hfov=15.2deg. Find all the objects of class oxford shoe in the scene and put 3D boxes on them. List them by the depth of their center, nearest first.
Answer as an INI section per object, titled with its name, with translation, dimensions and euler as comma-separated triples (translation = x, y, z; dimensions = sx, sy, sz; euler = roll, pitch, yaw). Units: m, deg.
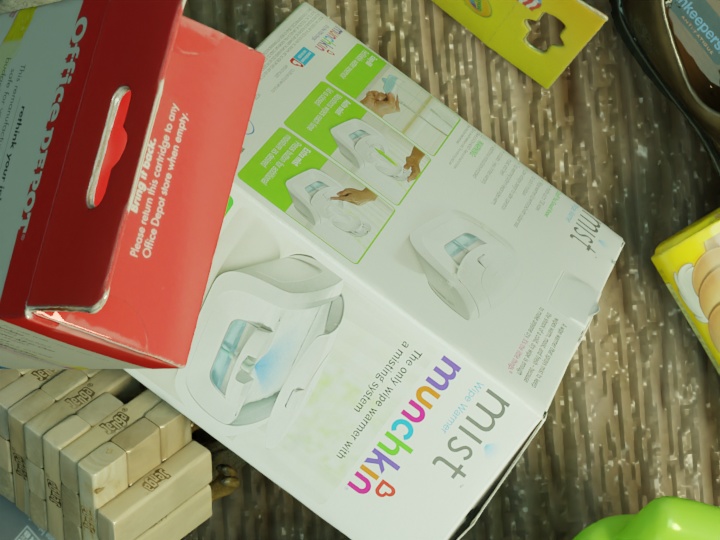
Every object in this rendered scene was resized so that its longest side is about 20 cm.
[oxford shoe]
translation = 0.174, -0.049, 1.062
dimensions = 0.200, 0.084, 0.073
euler = 44, 91, -5

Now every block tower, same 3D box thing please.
[block tower]
translation = -0.145, 0.041, 1.067
dimensions = 0.199, 0.054, 0.058
euler = 32, 48, 30

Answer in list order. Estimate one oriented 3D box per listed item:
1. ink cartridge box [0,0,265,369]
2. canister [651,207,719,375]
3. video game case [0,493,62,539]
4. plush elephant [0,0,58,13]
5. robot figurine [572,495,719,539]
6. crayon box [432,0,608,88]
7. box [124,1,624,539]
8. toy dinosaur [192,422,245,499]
[ink cartridge box]
translation = -0.104, -0.028, 0.945
dimensions = 0.067, 0.199, 0.117
euler = 21, 77, -34
[canister]
translation = 0.231, 0.043, 1.143
dimensions = 0.148, 0.087, 0.201
euler = -31, 88, -1
[video game case]
translation = -0.215, 0.117, 1.111
dimensions = 0.182, 0.023, 0.200
euler = -49, 53, 2
[plush elephant]
translation = -0.177, -0.097, 1.101
dimensions = 0.164, 0.200, 0.156
euler = 0, 94, 30
[robot figurine]
translation = 0.101, 0.181, 1.104
dimensions = 0.115, 0.176, 0.200
euler = 15, 126, -30
[crayon box]
translation = 0.025, -0.166, 1.120
dimensions = 0.200, 0.127, 0.051
euler = 39, 79, -1
[box]
translation = 0.000, 0.000, 1.076
dimensions = 0.176, 0.200, 0.097
euler = 37, 114, -1
[toy dinosaur]
translation = -0.116, 0.093, 1.136
dimensions = 0.198, 0.106, 0.061
euler = -7, 96, -8
